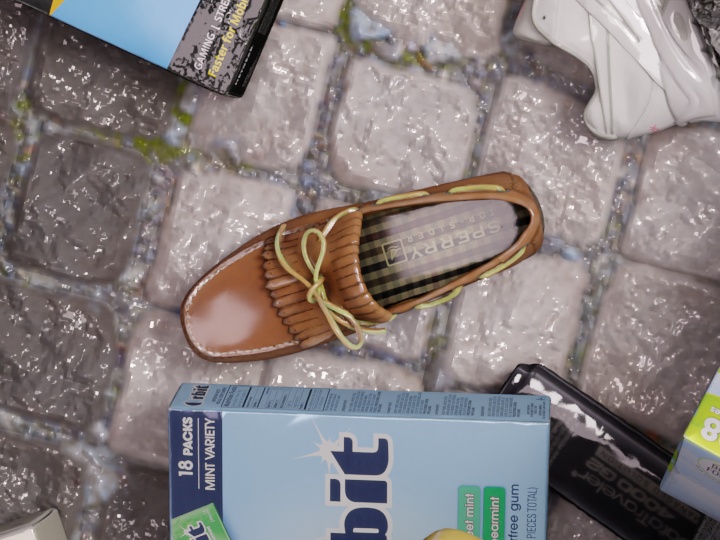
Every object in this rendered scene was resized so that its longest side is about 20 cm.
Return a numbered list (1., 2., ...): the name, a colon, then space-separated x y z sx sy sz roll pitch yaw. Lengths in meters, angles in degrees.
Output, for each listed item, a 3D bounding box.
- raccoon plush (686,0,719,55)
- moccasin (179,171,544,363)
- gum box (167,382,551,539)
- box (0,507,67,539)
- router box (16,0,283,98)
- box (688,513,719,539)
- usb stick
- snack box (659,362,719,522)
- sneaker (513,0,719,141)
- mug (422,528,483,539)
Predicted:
1. raccoon plush: 0.248 -0.148 1.089 0.133 0.097 0.200 -27 127 26
2. moccasin: 0.000 0.002 1.142 0.200 0.078 0.074 -13 91 5
3. gum box: -0.001 0.150 1.149 0.198 0.045 0.172 2 106 6
4. box: -0.174 0.238 1.173 0.081 0.068 0.202 -17 91 5
5. router box: -0.093 -0.212 1.154 0.148 0.051 0.201 24 94 5
6. box: 0.191 0.227 1.054 0.122 0.198 0.201 25 110 4
7. usb stick: 0.155 0.122 1.157 0.199 0.033 0.056 34 105 3
8. snack box: 0.259 0.051 1.018 0.168 0.068 0.201 27 64 11
9. sneaker: 0.118 -0.160 1.129 0.099 0.078 0.202 -19 86 16
10. mug: 0.029 0.207 1.075 0.153 0.149 0.187 34 98 4
